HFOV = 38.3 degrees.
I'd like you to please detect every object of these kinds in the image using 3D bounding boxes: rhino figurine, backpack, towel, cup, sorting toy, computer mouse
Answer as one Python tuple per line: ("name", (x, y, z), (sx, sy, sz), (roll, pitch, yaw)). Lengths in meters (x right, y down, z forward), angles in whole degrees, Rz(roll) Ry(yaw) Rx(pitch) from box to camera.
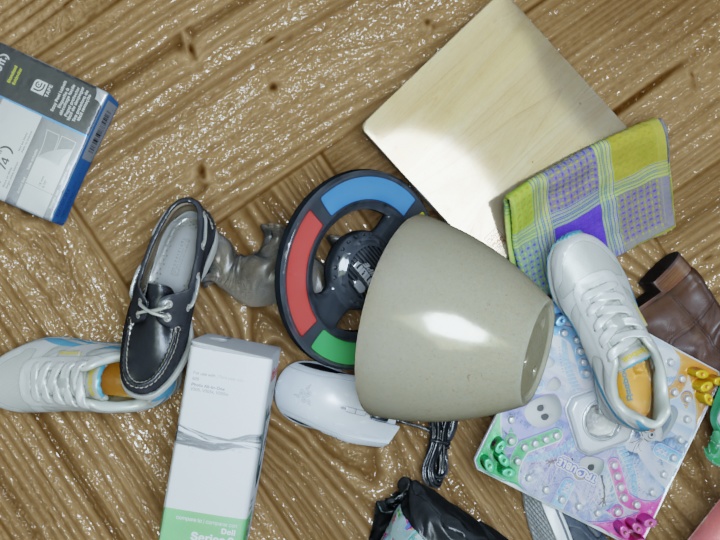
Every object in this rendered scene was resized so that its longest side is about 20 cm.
("rhino figurine", (-0.094, -0.004, 1.073), (0.198, 0.060, 0.088), (8, 87, -1))
("backpack", (0.056, 0.336, 1.050), (0.166, 0.127, 0.201), (35, 92, -6))
("towel", (0.236, -0.060, 1.052), (0.199, 0.023, 0.144), (-25, 126, -15))
("cup", (0.101, 0.059, 0.982), (0.142, 0.200, 0.202), (14, 90, 24))
("sorting toy", (0.137, -0.141, 1.075), (0.200, 0.070, 0.199), (-43, 92, -1))
("computer mouse", (0.006, 0.151, 1.086), (0.198, 0.044, 0.111), (15, 91, -3))

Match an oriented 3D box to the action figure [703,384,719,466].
("action figure", (0.406, 0.110, 1.039), (0.118, 0.055, 0.201), (36, 86, -39))

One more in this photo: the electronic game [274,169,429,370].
("electronic game", (0.000, 0.000, 1.031), (0.199, 0.041, 0.202), (-9, 104, -37))

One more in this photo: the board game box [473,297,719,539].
("board game box", (0.243, 0.150, 1.038), (0.199, 0.026, 0.201), (27, 87, -8))

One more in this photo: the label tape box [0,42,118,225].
("label tape box", (-0.370, -0.153, 1.058), (0.199, 0.063, 0.145), (24, 89, -3))

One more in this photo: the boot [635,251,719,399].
("boot", (0.341, 0.111, 1.095), (0.186, 0.064, 0.200), (-44, 97, 1))

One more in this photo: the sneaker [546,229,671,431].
("sneaker", (0.241, 0.055, 0.982), (0.076, 0.081, 0.201), (-24, 94, -5))

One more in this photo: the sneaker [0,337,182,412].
("sneaker", (-0.285, 0.107, 1.049), (0.198, 0.081, 0.077), (-4, 92, -2))

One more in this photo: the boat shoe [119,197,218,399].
("boat shoe", (-0.188, 0.024, 1.004), (0.073, 0.060, 0.201), (15, 67, 10))

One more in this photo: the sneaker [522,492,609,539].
("sneaker", (0.236, 0.303, 1.081), (0.079, 0.078, 0.201), (-20, 86, -13))

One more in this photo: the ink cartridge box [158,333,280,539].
("ink cartridge box", (-0.137, 0.171, 1.029), (0.083, 0.146, 0.202), (10, 90, -2))

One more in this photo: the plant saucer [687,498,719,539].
("plant saucer", (0.449, 0.262, 1.065), (0.199, 0.037, 0.200), (40, 88, -30))
